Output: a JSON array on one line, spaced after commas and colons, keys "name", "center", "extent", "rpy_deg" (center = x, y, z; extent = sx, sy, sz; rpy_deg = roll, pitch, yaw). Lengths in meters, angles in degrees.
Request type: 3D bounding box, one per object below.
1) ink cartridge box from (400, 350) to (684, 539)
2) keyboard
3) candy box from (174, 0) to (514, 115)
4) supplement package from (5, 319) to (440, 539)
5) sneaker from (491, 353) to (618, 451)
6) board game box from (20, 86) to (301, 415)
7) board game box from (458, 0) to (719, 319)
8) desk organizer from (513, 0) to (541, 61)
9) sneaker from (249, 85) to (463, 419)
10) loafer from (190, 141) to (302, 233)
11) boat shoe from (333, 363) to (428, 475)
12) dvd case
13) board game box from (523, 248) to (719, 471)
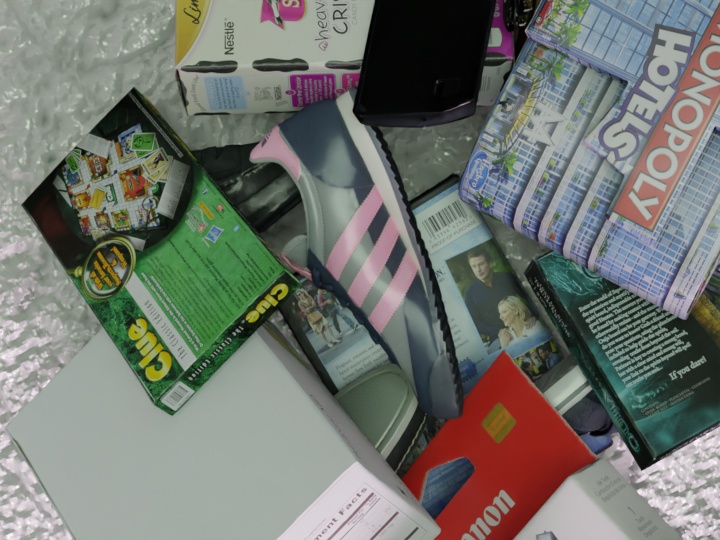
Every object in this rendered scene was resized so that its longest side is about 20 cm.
[{"name": "ink cartridge box", "center": [0.080, 0.180, 0.894], "extent": [0.176, 0.045, 0.201], "rpy_deg": [46, 122, 19]}, {"name": "keyboard", "center": [0.063, -0.165, 0.874], "extent": [0.103, 0.040, 0.202], "rpy_deg": [1, 66, 26]}, {"name": "candy box", "center": [-0.011, -0.169, 0.919], "extent": [0.197, 0.061, 0.138], "rpy_deg": [-3, 68, 0]}, {"name": "supplement package", "center": [-0.082, 0.118, 0.878], "extent": [0.156, 0.111, 0.200], "rpy_deg": [-44, 51, 2]}, {"name": "sneaker", "center": [0.173, 0.065, 0.933], "extent": [0.199, 0.078, 0.080], "rpy_deg": [-37, 90, -10]}, {"name": "board game box", "center": [-0.122, -0.017, 0.893], "extent": [0.105, 0.023, 0.200], "rpy_deg": [-43, 50, 2]}, {"name": "board game box", "center": [0.182, -0.086, 0.843], "extent": [0.198, 0.062, 0.202], "rpy_deg": [28, 91, 15]}, {"name": "desk organizer", "center": [0.150, -0.211, 0.933], "extent": [0.071, 0.077, 0.202], "rpy_deg": [15, 92, -1]}, {"name": "sneaker", "center": [0.000, 0.000, 0.896], "extent": [0.081, 0.070, 0.202], "rpy_deg": [-20, 91, 5]}, {"name": "loafer", "center": [-0.089, -0.047, 0.943], "extent": [0.200, 0.068, 0.071], "rpy_deg": [-36, 99, 5]}, {"name": "boat shoe", "center": [-0.020, 0.147, 0.950], "extent": [0.060, 0.076, 0.200], "rpy_deg": [34, 104, -34]}, {"name": "dvd case", "center": [0.051, 0.061, 0.973], "extent": [0.142, 0.018, 0.201], "rpy_deg": [-31, 93, 2]}, {"name": "board game box", "center": [0.213, 0.012, 0.901], "extent": [0.198, 0.028, 0.136], "rpy_deg": [-25, 73, -17]}]
